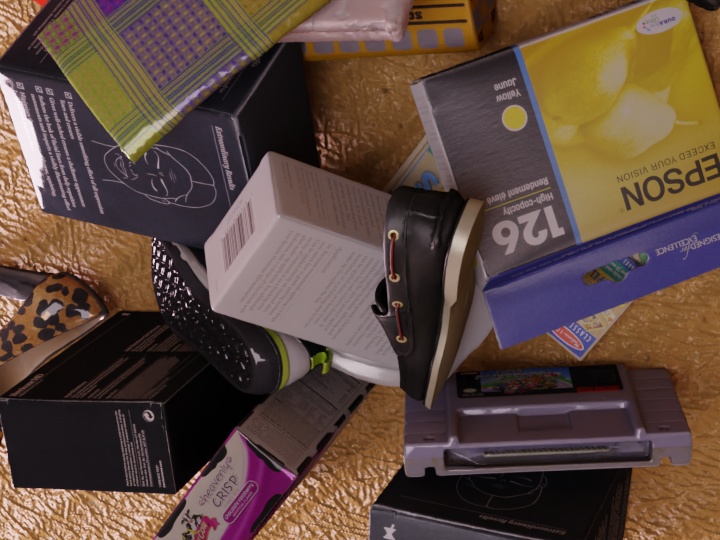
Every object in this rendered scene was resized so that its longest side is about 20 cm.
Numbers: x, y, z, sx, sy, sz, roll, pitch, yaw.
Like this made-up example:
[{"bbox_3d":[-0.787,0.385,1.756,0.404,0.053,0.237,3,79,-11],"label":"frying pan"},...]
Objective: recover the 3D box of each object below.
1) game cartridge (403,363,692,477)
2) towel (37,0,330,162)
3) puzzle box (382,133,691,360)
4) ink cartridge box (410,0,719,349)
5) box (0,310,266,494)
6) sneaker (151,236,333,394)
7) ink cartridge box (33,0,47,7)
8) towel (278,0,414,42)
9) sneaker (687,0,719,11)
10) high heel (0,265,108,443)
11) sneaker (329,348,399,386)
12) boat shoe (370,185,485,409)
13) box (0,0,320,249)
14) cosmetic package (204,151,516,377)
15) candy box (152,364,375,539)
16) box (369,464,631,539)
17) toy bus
[{"bbox_3d":[0.130,0.106,1.250,0.199,0.130,0.039,-3,112,3],"label":"game cartridge"},{"bbox_3d":[-0.112,-0.180,1.183,0.200,0.023,0.144,-40,60,2],"label":"towel"},{"bbox_3d":[0.128,-0.044,1.284,0.200,0.025,0.133,39,117,4],"label":"puzzle box"},{"bbox_3d":[0.159,-0.069,1.201,0.197,0.047,0.201,-21,95,-6],"label":"ink cartridge box"},{"bbox_3d":[-0.167,0.097,1.344,0.141,0.200,0.079,2,109,21],"label":"box"},{"bbox_3d":[-0.089,0.028,1.305,0.200,0.083,0.072,46,140,40],"label":"sneaker"},{"bbox_3d":[-0.303,-0.258,1.287,0.173,0.200,0.044,36,73,12],"label":"ink cartridge box"},{"bbox_3d":[-0.041,-0.249,1.215,0.190,0.032,0.201,1,69,22],"label":"towel"},{"bbox_3d":[0.214,-0.249,1.165,0.200,0.060,0.104,37,96,23],"label":"sneaker"},{"bbox_3d":[-0.280,0.096,1.455,0.142,0.071,0.201,10,102,24],"label":"high heel"},{"bbox_3d":[-0.020,0.014,1.335,0.200,0.075,0.089,30,110,11],"label":"sneaker"},{"bbox_3d":[0.043,0.018,1.173,0.063,0.074,0.202,16,142,11],"label":"boat shoe"},{"bbox_3d":[-0.146,-0.110,1.284,0.199,0.107,0.149,14,140,20],"label":"box"},{"bbox_3d":[0.000,0.000,1.238,0.199,0.071,0.102,19,127,-27],"label":"cosmetic package"},{"bbox_3d":[-0.071,0.145,1.324,0.061,0.200,0.137,38,115,4],"label":"candy box"},{"bbox_3d":[0.105,0.191,1.265,0.148,0.200,0.107,10,110,18],"label":"box"},{"bbox_3d":[-0.008,-0.198,1.256,0.199,0.065,0.079,-1,123,21],"label":"toy bus"}]
